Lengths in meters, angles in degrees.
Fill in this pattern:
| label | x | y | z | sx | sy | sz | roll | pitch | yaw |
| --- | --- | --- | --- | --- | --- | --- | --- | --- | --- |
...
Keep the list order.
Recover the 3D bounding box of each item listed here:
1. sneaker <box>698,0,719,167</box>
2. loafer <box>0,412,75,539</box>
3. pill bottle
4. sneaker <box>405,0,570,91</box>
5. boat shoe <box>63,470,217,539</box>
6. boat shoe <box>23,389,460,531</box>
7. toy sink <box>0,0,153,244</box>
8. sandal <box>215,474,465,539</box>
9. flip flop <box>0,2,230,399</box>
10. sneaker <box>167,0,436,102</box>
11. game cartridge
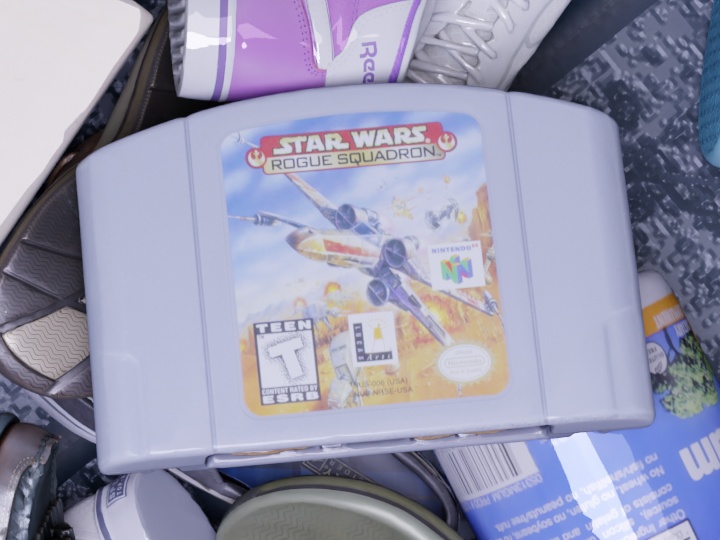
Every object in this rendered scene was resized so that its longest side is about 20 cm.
| label | x | y | z | sx | sy | sz | roll | pitch | yaw |
| --- | --- | --- | --- | --- | --- | --- | --- | --- | --- |
| sneaker | 0.216 | -0.129 | 1.162 | 0.130 | 0.080 | 0.200 | 11 | 92 | -4 |
| loafer | -0.123 | 0.148 | 1.061 | 0.063 | 0.072 | 0.200 | 14 | 113 | 8 |
| pill bottle | 0.109 | 0.110 | 1.103 | 0.112 | 0.112 | 0.200 | -26 | 88 | -9 |
| sneaker | 0.044 | -0.102 | 1.134 | 0.075 | 0.081 | 0.200 | 34 | 82 | -5 |
| boat shoe | -0.059 | 0.174 | 1.103 | 0.070 | 0.071 | 0.200 | -29 | 99 | 21 |
| boat shoe | -0.049 | 0.059 | 1.110 | 0.200 | 0.066 | 0.070 | 33 | 80 | -2 |
| toy sink | -0.200 | -0.093 | 1.084 | 0.200 | 0.112 | 0.130 | 34 | 81 | -8 |
| sandal | 0.028 | 0.148 | 1.060 | 0.201 | 0.080 | 0.057 | 38 | 43 | 12 |
| flip flop | -0.087 | -0.029 | 1.106 | 0.081 | 0.058 | 0.200 | 39 | 53 | -22 |
| sneaker | -0.020 | -0.146 | 1.112 | 0.114 | 0.073 | 0.201 | -1 | 59 | -9 |
| game cartridge | 0.000 | 0.000 | 1.037 | 0.200 | 0.042 | 0.133 | -5 | 80 | -5 |
